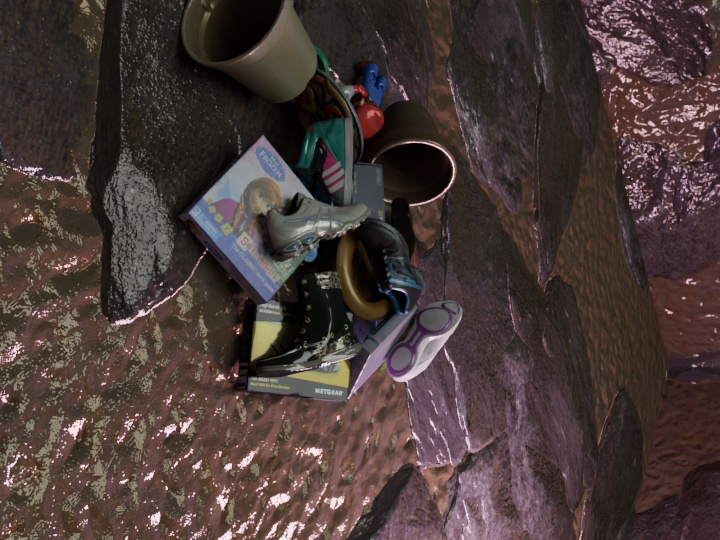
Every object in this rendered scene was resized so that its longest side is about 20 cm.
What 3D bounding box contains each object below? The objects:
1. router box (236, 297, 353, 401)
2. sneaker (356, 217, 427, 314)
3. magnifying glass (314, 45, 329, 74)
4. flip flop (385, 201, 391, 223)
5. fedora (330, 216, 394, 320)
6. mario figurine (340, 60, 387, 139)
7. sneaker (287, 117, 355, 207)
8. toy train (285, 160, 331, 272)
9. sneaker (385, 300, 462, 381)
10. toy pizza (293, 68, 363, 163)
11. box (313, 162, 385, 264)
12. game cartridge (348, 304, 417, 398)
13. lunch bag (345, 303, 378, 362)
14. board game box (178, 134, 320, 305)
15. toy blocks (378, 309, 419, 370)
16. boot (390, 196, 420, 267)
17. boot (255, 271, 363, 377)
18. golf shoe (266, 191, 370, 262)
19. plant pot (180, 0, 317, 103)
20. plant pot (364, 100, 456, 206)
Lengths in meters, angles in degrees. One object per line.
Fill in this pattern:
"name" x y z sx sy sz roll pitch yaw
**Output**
"router box" -0.111 0.141 1.349 0.197 0.052 0.160 11 76 -30
"sneaker" 0.053 -0.009 1.403 0.201 0.072 0.082 52 49 -26
"magnifying glass" -0.079 -0.348 1.551 0.079 0.022 0.203 -32 111 -52
"flip flop" 0.038 -0.105 1.654 0.199 0.057 0.083 -25 106 -53
"fedora" 0.000 0.000 1.459 0.199 0.081 0.205 16 69 -45
"mario figurine" -0.003 -0.353 1.634 0.122 0.106 0.202 23 49 -13
"sneaker" -0.070 -0.172 1.360 0.084 0.118 0.203 -87 179 -62
"toy train" -0.125 -0.098 1.400 0.114 0.086 0.203 34 60 -37
"sneaker" 0.127 0.141 1.548 0.200 0.075 0.100 -44 155 -9
"toy pizza" -0.069 -0.278 1.417 0.032 0.199 0.202 -36 118 -23
"box" -0.024 -0.113 1.537 0.156 0.051 0.204 0 85 -36
"game cartridge" 0.034 0.143 1.456 0.200 0.038 0.131 -39 154 -53
"lunch bag" -0.028 0.135 1.518 0.199 0.075 0.163 -21 105 -53
"board game box" -0.168 -0.085 1.290 0.201 0.041 0.200 50 60 -20
"toy blocks" 0.080 0.110 1.620 0.099 0.135 0.204 -14 98 -55
"boot" 0.098 -0.029 1.672 0.201 0.063 0.189 74 19 -58
"boot" -0.099 0.090 1.297 0.201 0.073 0.157 -10 82 -33
"golf shoe" -0.069 -0.093 1.294 0.198 0.078 0.099 -26 94 -36
"plant pot" -0.167 -0.386 1.298 0.183 0.197 0.204 37 56 -59
"plant pot" 0.105 -0.270 1.679 0.200 0.198 0.177 44 33 -43
